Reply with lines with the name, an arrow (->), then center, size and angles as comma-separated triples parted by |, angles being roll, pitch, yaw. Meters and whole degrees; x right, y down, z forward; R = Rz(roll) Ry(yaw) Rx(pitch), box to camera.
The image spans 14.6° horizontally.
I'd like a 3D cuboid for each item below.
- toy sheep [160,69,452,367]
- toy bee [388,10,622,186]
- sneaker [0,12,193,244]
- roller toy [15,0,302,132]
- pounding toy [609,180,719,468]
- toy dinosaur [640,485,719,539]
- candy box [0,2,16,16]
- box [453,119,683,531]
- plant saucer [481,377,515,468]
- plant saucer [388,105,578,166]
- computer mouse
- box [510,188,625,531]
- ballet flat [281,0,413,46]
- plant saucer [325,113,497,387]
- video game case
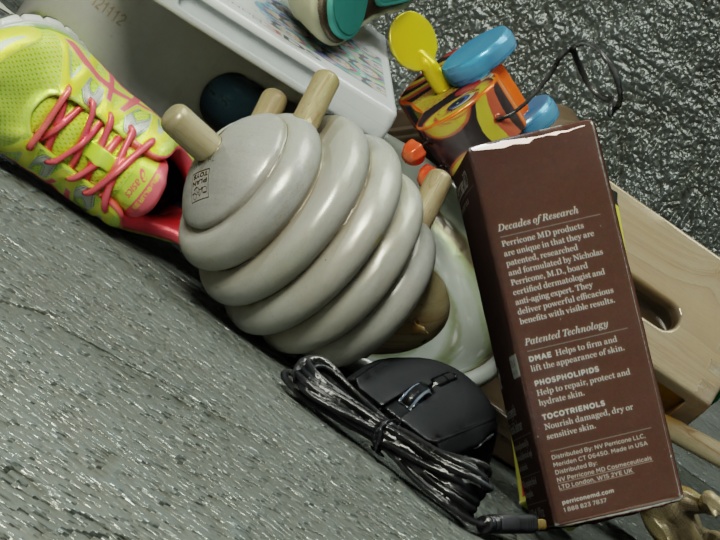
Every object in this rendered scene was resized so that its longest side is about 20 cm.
toy sheep -> -0.029, -0.025, 1.485 | 0.200, 0.138, 0.138 | 38, 4, -21
toy bee -> 0.058, -0.095, 1.645 | 0.131, 0.108, 0.200 | 52, -15, 6
sneaker -> -0.141, -0.069, 1.496 | 0.090, 0.078, 0.200 | 42, 8, 39
roller toy -> -0.121, -0.120, 1.698 | 0.182, 0.140, 0.200 | 34, 5, -7
pounding toy -> 0.181, 0.060, 1.922 | 0.199, 0.143, 0.184 | 35, -27, -2
toy dinosaur -> 0.186, 0.147, 1.686 | 0.101, 0.058, 0.200 | 33, -16, 49
candy box -> -0.291, -0.176, 1.590 | 0.200, 0.061, 0.136 | 37, 5, 34
box -> 0.106, 0.031, 1.463 | 0.100, 0.074, 0.201 | 110, -31, -82
plant saucer -> 0.071, 0.078, 1.738 | 0.200, 0.030, 0.200 | 35, 5, -3
plant saucer -> 0.057, -0.084, 1.858 | 0.199, 0.030, 0.200 | -6, -5, 0
computer mouse -> 0.052, 0.087, 1.460 | 0.140, 0.046, 0.200 | 37, 6, 22
box -> 0.119, 0.042, 1.600 | 0.050, 0.075, 0.201 | 28, 44, -40
ballet flat -> -0.014, -0.168, 1.597 | 0.069, 0.070, 0.200 | 35, 17, 10
plant saucer -> 0.000, 0.000, 1.630 | 0.199, 0.050, 0.201 | 24, 40, -22
video game case -> -0.062, -0.152, 1.596 | 0.181, 0.024, 0.200 | 32, 13, -10
